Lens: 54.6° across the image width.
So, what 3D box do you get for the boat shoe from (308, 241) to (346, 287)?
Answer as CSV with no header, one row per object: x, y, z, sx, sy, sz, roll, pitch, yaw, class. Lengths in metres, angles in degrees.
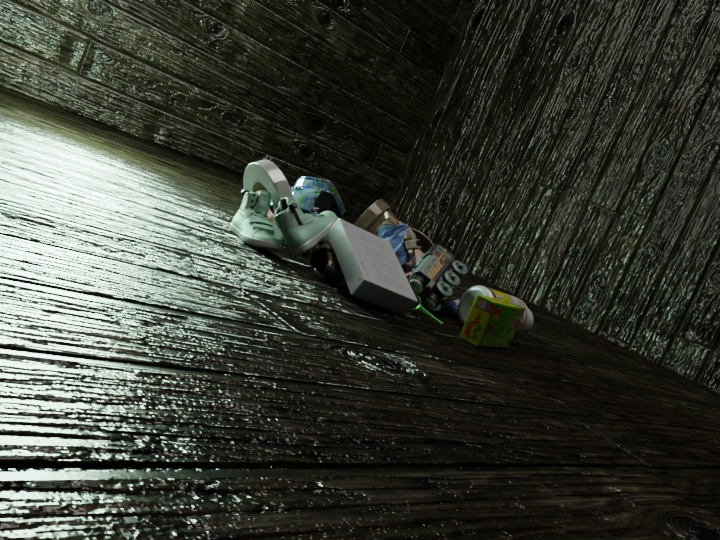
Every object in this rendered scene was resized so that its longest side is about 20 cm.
-0.078,-0.026,1.534,0.060,0.072,0.201,24,8,-27,boat shoe

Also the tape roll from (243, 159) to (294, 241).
-0.217,-0.164,1.661,0.037,0.204,0.202,-21,31,-30,tape roll

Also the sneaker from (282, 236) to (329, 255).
-0.148,-0.072,1.742,0.199,0.076,0.079,19,16,31,sneaker

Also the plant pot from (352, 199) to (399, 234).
0.063,-0.076,2.020,0.173,0.200,0.200,40,9,7,plant pot

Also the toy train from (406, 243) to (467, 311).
0.185,0.016,1.721,0.114,0.085,0.200,38,41,5,toy train

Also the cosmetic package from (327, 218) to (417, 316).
0.023,-0.008,1.467,0.150,0.052,0.201,26,28,-37,cosmetic package

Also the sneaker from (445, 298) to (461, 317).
0.286,0.085,1.829,0.075,0.089,0.200,29,10,31,sneaker

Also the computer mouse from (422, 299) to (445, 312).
0.175,0.067,1.822,0.058,0.034,0.200,20,7,-19,computer mouse

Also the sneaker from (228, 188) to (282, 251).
-0.224,-0.118,1.560,0.073,0.119,0.200,17,9,-41,sneaker

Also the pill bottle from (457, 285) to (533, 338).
0.340,0.108,1.721,0.199,0.110,0.109,18,8,-41,pill bottle

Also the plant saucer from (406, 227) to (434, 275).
0.116,-0.027,1.900,0.199,0.201,0.037,23,-33,1,plant saucer

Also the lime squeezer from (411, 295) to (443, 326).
0.124,0.080,1.592,0.071,0.038,0.200,54,-5,-20,lime squeezer

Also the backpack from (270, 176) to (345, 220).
-0.149,-0.167,1.942,0.199,0.148,0.183,10,-29,25,backpack

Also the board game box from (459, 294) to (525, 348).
0.296,0.116,1.548,0.047,0.102,0.200,25,7,31,board game box

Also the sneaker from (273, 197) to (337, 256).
-0.121,-0.124,1.560,0.119,0.073,0.200,60,29,-12,sneaker

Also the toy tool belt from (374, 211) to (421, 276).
0.100,-0.044,1.806,0.124,0.201,0.123,-18,-24,7,toy tool belt
